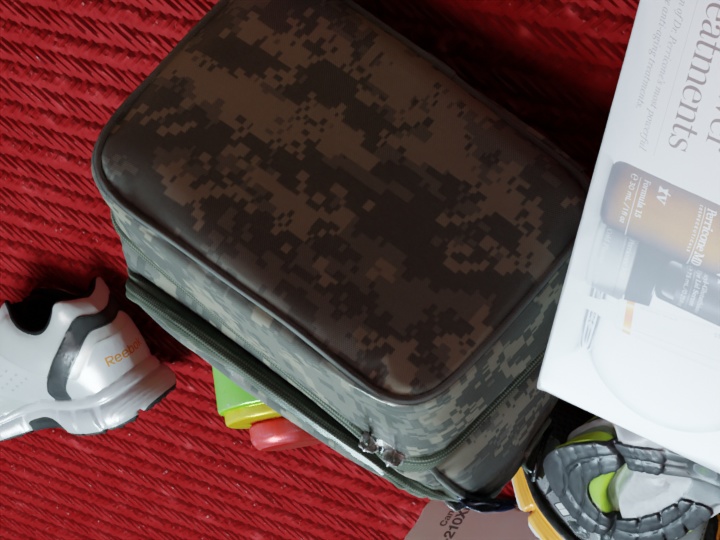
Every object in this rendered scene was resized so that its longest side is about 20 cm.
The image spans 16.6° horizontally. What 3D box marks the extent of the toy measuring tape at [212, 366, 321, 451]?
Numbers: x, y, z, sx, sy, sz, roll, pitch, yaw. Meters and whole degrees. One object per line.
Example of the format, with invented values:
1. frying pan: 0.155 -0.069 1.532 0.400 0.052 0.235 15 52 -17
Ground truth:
1. toy measuring tape: -0.020 0.045 1.175 0.074 0.074 0.200 45 151 -13

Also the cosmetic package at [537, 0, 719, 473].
1. cosmetic package: 0.156 -0.018 0.864 0.150 0.052 0.201 23 123 18

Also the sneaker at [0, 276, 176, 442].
1. sneaker: -0.180 0.047 1.366 0.199 0.074 0.080 -12 110 47

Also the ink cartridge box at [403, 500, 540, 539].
1. ink cartridge box: 0.074 0.235 1.267 0.084 0.145 0.201 6 138 39

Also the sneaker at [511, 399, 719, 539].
1. sneaker: 0.141 0.116 1.083 0.200 0.078 0.077 51 133 26

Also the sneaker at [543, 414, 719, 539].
1. sneaker: 0.160 0.052 0.996 0.199 0.081 0.074 -15 123 47

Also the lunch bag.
1. lunch bag: 0.000 0.000 1.027 0.199 0.140 0.168 35 164 18
